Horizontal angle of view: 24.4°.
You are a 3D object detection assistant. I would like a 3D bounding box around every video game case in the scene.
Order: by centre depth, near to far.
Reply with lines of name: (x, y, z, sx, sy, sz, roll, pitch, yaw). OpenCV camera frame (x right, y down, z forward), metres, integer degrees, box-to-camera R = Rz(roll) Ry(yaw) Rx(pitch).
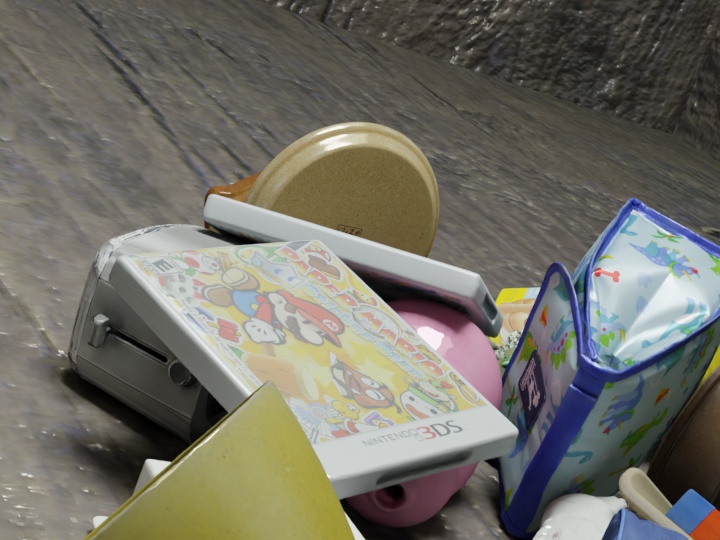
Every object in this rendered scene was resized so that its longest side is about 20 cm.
video game case: (-0.026, 0.051, 0.991, 0.200, 0.023, 0.181, 43, 29, 29)
video game case: (0.000, 0.000, 1.204, 0.199, 0.022, 0.182, 17, -7, 13)

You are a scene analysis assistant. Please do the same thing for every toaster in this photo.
toaster: (-0.105, 0.036, 1.127, 0.128, 0.114, 0.200, 25, 18, 18)

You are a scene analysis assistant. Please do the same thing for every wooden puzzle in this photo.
wooden puzzle: (0.257, 0.214, 1.010, 0.185, 0.046, 0.200, 48, 0, -33)

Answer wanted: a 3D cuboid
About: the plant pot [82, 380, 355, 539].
plant pot: (-0.066, 0.162, 0.644, 0.142, 0.200, 0.200, 50, 16, 0)

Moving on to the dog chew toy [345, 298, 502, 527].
dog chew toy: (0.030, 0.099, 1.101, 0.124, 0.125, 0.200, 22, 22, -1)

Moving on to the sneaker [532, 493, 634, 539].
sneaker: (0.129, 0.187, 1.027, 0.080, 0.077, 0.200, 11, 14, -6)

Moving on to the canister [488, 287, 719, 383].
canister: (0.215, 0.060, 1.431, 0.198, 0.087, 0.149, -2, 13, 12)

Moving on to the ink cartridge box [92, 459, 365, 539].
ink cartridge box: (-0.053, 0.160, 0.847, 0.116, 0.068, 0.200, 14, 17, -31)

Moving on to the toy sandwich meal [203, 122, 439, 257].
toy sandwich meal: (-0.031, -0.038, 1.371, 0.204, 0.206, 0.070, 13, 19, -33)

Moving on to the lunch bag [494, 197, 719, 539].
lunch bag: (0.168, 0.074, 1.163, 0.127, 0.171, 0.200, 28, 39, 11)

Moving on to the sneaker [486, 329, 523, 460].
sneaker: (0.116, 0.092, 1.300, 0.077, 0.089, 0.200, 7, 21, -46)

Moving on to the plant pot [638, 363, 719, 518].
plant pot: (0.340, 0.164, 1.205, 0.198, 0.201, 0.200, 38, 20, 28)

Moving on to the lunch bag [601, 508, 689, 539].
lunch bag: (0.160, 0.217, 0.828, 0.132, 0.137, 0.200, 25, 13, 8)
